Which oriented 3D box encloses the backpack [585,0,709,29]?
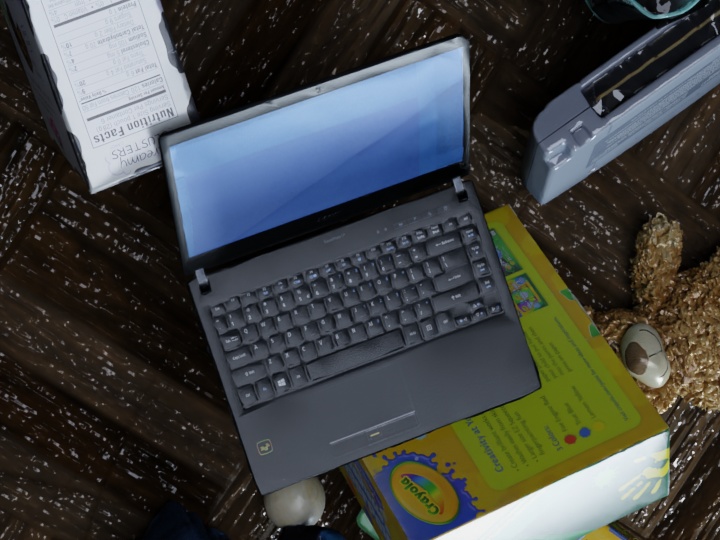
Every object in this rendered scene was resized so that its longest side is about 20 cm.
[{"bbox_3d":[0.163,-0.266,1.191,0.175,0.153,0.201,-36,109,-7],"label":"backpack"}]

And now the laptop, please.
[{"bbox_3d":[0.000,0.000,1.102,0.176,0.103,0.202,-19,91,-10],"label":"laptop"}]

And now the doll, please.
[{"bbox_3d":[-0.035,0.222,1.259,0.048,0.136,0.202,4,72,-41],"label":"doll"}]

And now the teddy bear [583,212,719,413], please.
[{"bbox_3d":[0.229,0.033,1.330,0.198,0.067,0.147,-8,102,-17],"label":"teddy bear"}]

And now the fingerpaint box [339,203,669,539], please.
[{"bbox_3d":[0.063,0.078,1.213,0.166,0.201,0.074,-23,140,-12],"label":"fingerpaint box"}]

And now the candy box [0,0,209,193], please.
[{"bbox_3d":[-0.159,-0.159,1.101,0.071,0.168,0.202,-22,109,-10],"label":"candy box"}]

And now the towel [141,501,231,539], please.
[{"bbox_3d":[-0.156,0.228,1.222,0.049,0.112,0.200,45,87,-12],"label":"towel"}]

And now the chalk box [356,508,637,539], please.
[{"bbox_3d":[0.092,0.187,1.289,0.199,0.124,0.125,35,90,-22],"label":"chalk box"}]

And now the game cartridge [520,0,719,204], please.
[{"bbox_3d":[0.183,-0.118,1.246,0.199,0.133,0.041,-35,77,-6],"label":"game cartridge"}]
